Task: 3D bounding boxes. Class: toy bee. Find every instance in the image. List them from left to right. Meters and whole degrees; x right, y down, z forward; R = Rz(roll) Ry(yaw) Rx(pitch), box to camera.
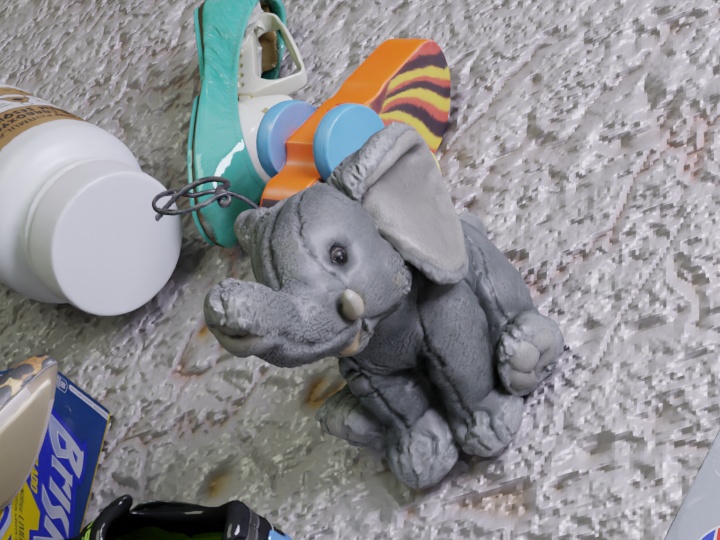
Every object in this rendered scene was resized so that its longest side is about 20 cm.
[{"bbox_3d":[-0.021,-0.042,1.123,0.199,0.110,0.131,-27,26,-14],"label":"toy bee"}]

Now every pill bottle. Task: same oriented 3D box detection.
[{"bbox_3d":[-0.198,-0.043,1.265,0.115,0.114,0.199,-53,38,-8],"label":"pill bottle"}]

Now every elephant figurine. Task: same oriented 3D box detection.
[{"bbox_3d":[0.000,0.000,0.962,0.142,0.200,0.155,-50,37,-5],"label":"elephant figurine"}]

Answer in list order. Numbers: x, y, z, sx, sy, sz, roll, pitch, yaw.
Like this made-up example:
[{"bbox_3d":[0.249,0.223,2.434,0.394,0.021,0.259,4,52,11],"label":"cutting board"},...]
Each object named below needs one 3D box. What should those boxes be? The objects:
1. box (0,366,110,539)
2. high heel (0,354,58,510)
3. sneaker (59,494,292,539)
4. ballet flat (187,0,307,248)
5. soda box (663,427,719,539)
[{"bbox_3d":[-0.204,0.154,1.136,0.070,0.064,0.201,-17,47,32],"label":"box"},{"bbox_3d":[-0.257,0.092,1.104,0.200,0.071,0.143,-50,57,7],"label":"high heel"},{"bbox_3d":[-0.131,0.149,1.023,0.198,0.083,0.071,-12,47,17],"label":"sneaker"},{"bbox_3d":[-0.068,-0.103,1.237,0.070,0.068,0.201,-16,47,14],"label":"ballet flat"},{"bbox_3d":[0.142,0.161,0.793,0.068,0.063,0.201,9,63,49],"label":"soda box"}]
